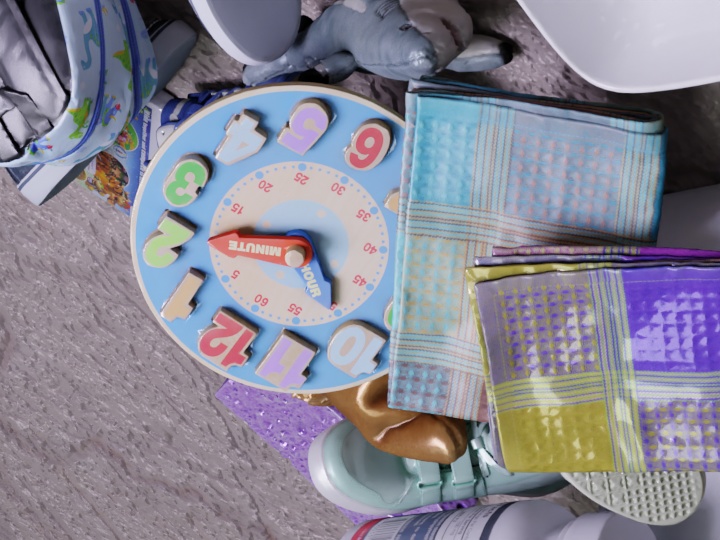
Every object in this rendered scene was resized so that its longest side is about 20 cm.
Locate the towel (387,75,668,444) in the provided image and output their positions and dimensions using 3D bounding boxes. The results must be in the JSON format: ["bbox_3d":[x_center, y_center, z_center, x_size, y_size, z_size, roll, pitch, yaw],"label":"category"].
[{"bbox_3d":[0.090,-0.003,1.364,0.147,0.022,0.200,9,113,10],"label":"towel"}]

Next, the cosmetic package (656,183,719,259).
[{"bbox_3d":[0.184,0.019,1.426,0.200,0.081,0.113,-11,119,53],"label":"cosmetic package"}]

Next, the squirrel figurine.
[{"bbox_3d":[0.000,0.000,1.551,0.200,0.142,0.187,6,128,39],"label":"squirrel figurine"}]

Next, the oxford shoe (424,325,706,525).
[{"bbox_3d":[0.122,0.074,1.436,0.200,0.075,0.058,37,-167,-5],"label":"oxford shoe"}]

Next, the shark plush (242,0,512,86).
[{"bbox_3d":[-0.008,-0.139,1.433,0.200,0.083,0.091,7,135,42],"label":"shark plush"}]

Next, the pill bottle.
[{"bbox_3d":[0.088,0.208,1.554,0.200,0.120,0.120,-11,123,36],"label":"pill bottle"}]

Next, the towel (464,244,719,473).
[{"bbox_3d":[0.161,0.054,1.343,0.200,0.023,0.144,1,118,14],"label":"towel"}]

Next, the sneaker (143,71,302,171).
[{"bbox_3d":[-0.094,-0.085,1.600,0.088,0.075,0.200,40,148,2],"label":"sneaker"}]

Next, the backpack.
[{"bbox_3d":[-0.214,-0.162,1.532,0.163,0.154,0.200,-27,67,27],"label":"backpack"}]

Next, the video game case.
[{"bbox_3d":[-0.219,-0.123,1.739,0.200,0.018,0.143,32,147,14],"label":"video game case"}]

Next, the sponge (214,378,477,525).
[{"bbox_3d":[-0.013,0.132,1.820,0.200,0.030,0.112,42,148,-2],"label":"sponge"}]

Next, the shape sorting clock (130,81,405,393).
[{"bbox_3d":[-0.036,-0.015,1.442,0.200,0.039,0.200,2,118,3],"label":"shape sorting clock"}]

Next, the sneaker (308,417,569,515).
[{"bbox_3d":[0.072,0.106,1.583,0.118,0.200,0.074,-42,54,56],"label":"sneaker"}]

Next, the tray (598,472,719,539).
[{"bbox_3d":[0.220,0.142,1.535,0.022,0.107,0.200,19,160,-31],"label":"tray"}]

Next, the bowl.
[{"bbox_3d":[0.146,-0.192,1.215,0.200,0.075,0.200,-10,122,51],"label":"bowl"}]

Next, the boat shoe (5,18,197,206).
[{"bbox_3d":[-0.194,-0.126,1.634,0.091,0.071,0.200,48,131,-2],"label":"boat shoe"}]

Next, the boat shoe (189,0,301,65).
[{"bbox_3d":[-0.108,-0.213,1.456,0.086,0.075,0.202,-2,121,58],"label":"boat shoe"}]
